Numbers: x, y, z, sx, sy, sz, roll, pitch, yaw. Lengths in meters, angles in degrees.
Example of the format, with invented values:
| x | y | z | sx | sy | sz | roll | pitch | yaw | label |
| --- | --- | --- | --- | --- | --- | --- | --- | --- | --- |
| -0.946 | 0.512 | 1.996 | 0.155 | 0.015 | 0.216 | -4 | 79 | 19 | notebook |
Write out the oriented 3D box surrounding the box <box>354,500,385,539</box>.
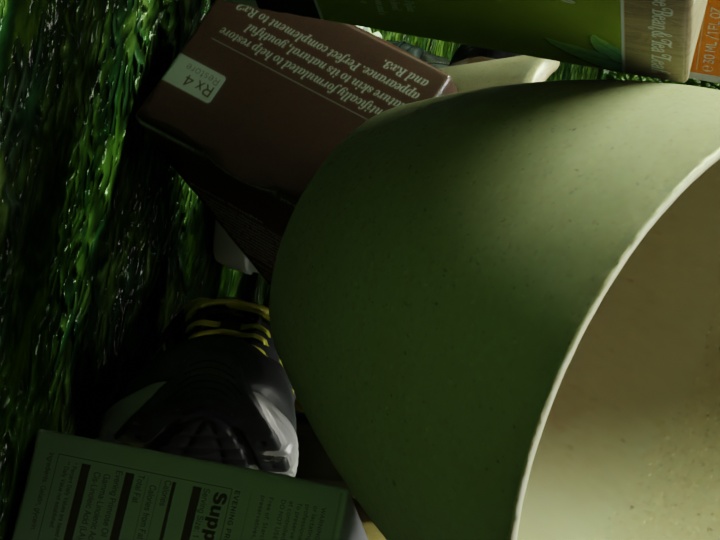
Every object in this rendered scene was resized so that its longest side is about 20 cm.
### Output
| x | y | z | sx | sy | sz | roll | pitch | yaw | label |
| --- | --- | --- | --- | --- | --- | --- | --- | --- | --- |
| 0.005 | 0.106 | 1.267 | 0.200 | 0.163 | 0.021 | -41 | 118 | -72 | box |

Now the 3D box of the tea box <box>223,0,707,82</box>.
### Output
| x | y | z | sx | sy | sz | roll | pitch | yaw | label |
| --- | --- | --- | --- | --- | --- | --- | --- | --- | --- |
| 0.028 | -0.185 | 0.927 | 0.134 | 0.196 | 0.201 | 70 | 31 | -76 | tea box |

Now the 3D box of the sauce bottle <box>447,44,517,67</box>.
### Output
| x | y | z | sx | sy | sz | roll | pitch | yaw | label |
| --- | --- | --- | --- | --- | --- | --- | --- | --- | --- |
| 0.057 | -0.065 | 1.425 | 0.200 | 0.064 | 0.065 | -75 | 173 | -65 | sauce bottle |

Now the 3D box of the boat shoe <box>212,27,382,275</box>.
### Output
| x | y | z | sx | sy | sz | roll | pitch | yaw | label |
| --- | --- | --- | --- | --- | --- | --- | --- | --- | --- |
| -0.019 | -0.083 | 1.208 | 0.074 | 0.066 | 0.201 | -71 | 169 | -48 | boat shoe |

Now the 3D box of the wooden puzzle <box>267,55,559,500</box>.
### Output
| x | y | z | sx | sy | sz | roll | pitch | yaw | label |
| --- | --- | --- | --- | --- | --- | --- | --- | --- | --- |
| 0.000 | 0.000 | 1.296 | 0.185 | 0.046 | 0.201 | -3 | -111 | 59 | wooden puzzle |

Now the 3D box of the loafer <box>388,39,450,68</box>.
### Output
| x | y | z | sx | sy | sz | roll | pitch | yaw | label |
| --- | --- | --- | --- | --- | --- | --- | --- | --- | --- |
| 0.028 | -0.063 | 1.569 | 0.200 | 0.072 | 0.073 | -67 | 167 | -56 | loafer |

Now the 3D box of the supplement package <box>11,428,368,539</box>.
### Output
| x | y | z | sx | sy | sz | roll | pitch | yaw | label |
| --- | --- | --- | --- | --- | --- | --- | --- | --- | --- |
| -0.063 | 0.160 | 1.058 | 0.200 | 0.110 | 0.156 | 76 | 26 | -74 | supplement package |

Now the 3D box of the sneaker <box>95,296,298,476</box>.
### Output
| x | y | z | sx | sy | sz | roll | pitch | yaw | label |
| --- | --- | --- | --- | --- | --- | --- | --- | --- | --- |
| -0.059 | 0.044 | 1.127 | 0.200 | 0.074 | 0.085 | 107 | -10 | -75 | sneaker |

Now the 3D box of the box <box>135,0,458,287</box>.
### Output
| x | y | z | sx | sy | sz | roll | pitch | yaw | label |
| --- | --- | --- | --- | --- | --- | --- | --- | --- | --- |
| 0.003 | -0.023 | 1.120 | 0.075 | 0.100 | 0.200 | -57 | 154 | -9 | box |

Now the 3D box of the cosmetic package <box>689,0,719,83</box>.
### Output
| x | y | z | sx | sy | sz | roll | pitch | yaw | label |
| --- | --- | --- | --- | --- | --- | --- | --- | --- | --- |
| 0.094 | -0.158 | 1.443 | 0.102 | 0.199 | 0.072 | 84 | 18 | -65 | cosmetic package |

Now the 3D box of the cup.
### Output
| x | y | z | sx | sy | sz | roll | pitch | yaw | label |
| --- | --- | --- | --- | --- | --- | --- | --- | --- | --- |
| 0.055 | 0.017 | 0.977 | 0.200 | 0.143 | 0.201 | -35 | 139 | -37 | cup |
